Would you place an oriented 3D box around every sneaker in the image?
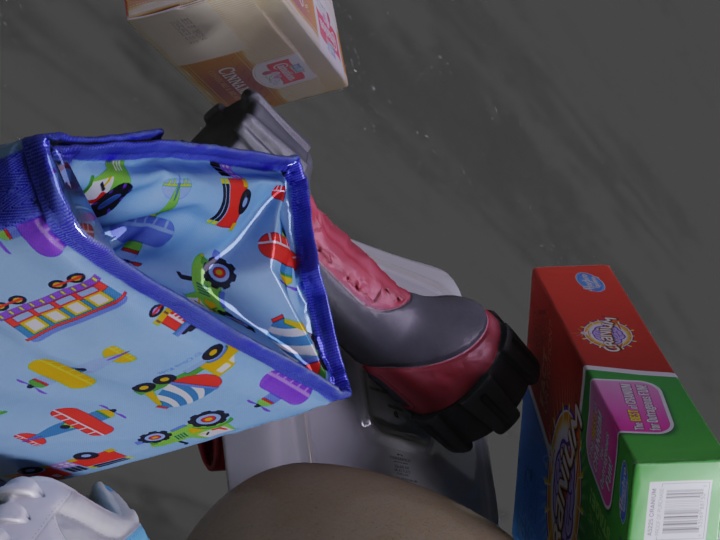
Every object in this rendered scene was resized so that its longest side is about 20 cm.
[{"bbox_3d":[-0.126,0.116,0.633,0.081,0.076,0.200,68,14,9],"label":"sneaker"}]

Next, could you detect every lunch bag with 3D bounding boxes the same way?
[{"bbox_3d":[-0.116,0.011,0.612,0.200,0.150,0.095,17,58,-66],"label":"lunch bag"}]

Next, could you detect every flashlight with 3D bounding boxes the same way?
[{"bbox_3d":[0.000,0.000,0.874,0.200,0.068,0.068,47,35,-26],"label":"flashlight"}]

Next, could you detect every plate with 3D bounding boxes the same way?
[{"bbox_3d":[0.006,0.065,0.930,0.199,0.032,0.201,21,53,-47],"label":"plate"}]

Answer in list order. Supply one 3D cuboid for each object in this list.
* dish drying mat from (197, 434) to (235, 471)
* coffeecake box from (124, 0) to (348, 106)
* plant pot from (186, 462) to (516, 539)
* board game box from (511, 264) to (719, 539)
[{"bbox_3d":[-0.018,0.057,0.947,0.199,0.018,0.077,1,67,-54],"label":"dish drying mat"},{"bbox_3d":[-0.074,-0.199,0.954,0.154,0.073,0.201,44,34,-71],"label":"coffeecake box"},{"bbox_3d":[0.025,0.181,0.780,0.200,0.134,0.202,6,82,-50],"label":"plant pot"},{"bbox_3d":[0.112,0.106,0.866,0.200,0.040,0.154,-108,-162,-67],"label":"board game box"}]
